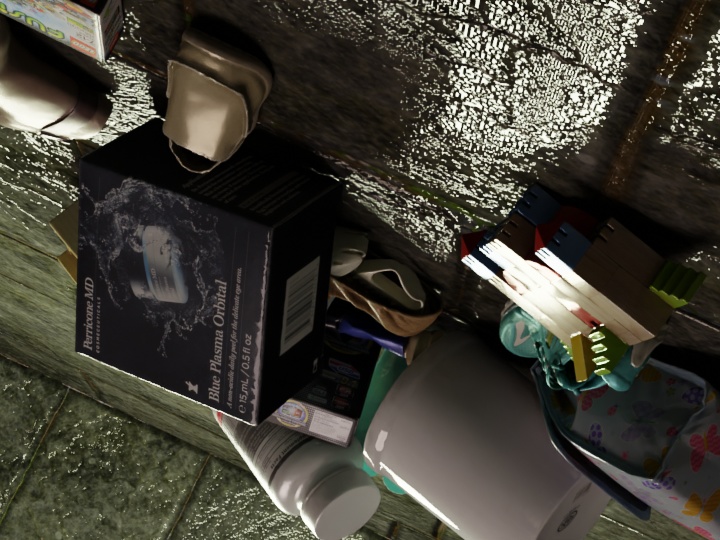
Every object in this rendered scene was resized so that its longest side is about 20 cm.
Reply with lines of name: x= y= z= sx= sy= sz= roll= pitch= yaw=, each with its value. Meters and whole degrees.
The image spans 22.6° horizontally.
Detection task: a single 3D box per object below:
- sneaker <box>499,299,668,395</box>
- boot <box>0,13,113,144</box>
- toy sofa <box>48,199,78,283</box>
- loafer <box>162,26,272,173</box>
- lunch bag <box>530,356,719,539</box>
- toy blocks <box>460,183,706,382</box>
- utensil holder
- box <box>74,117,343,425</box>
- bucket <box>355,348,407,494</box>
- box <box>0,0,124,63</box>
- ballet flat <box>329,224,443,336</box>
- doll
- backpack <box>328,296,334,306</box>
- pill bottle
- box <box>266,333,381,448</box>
sneaker: x=0.174 y=0.062 z=1.523 sx=0.077 sy=0.080 sz=0.200 roll=32 pitch=166 yaw=-23
boot: x=-0.284 y=-0.164 z=1.569 sx=0.146 sy=0.071 sz=0.200 roll=25 pitch=169 yaw=-21
toy sofa: x=-0.287 y=-0.031 z=2.045 sx=0.083 sy=0.097 sz=0.200 roll=50 pitch=168 yaw=5
loafer: x=-0.113 y=-0.123 z=1.382 sx=0.075 sy=0.068 sz=0.200 roll=25 pitch=166 yaw=5
lunch bag: x=0.260 y=0.150 z=1.605 sx=0.169 sy=0.127 sz=0.200 roll=37 pitch=175 yaw=-38
toy blocks: x=0.151 y=-0.003 z=1.331 sx=0.137 sy=0.100 sz=0.200 roll=39 pitch=166 yaw=-4
utensil holder: x=0.131 y=0.183 z=1.755 sx=0.200 sy=0.170 sz=0.170 roll=38 pitch=172 yaw=24
box: x=-0.135 y=-0.001 z=1.566 sx=0.199 sy=0.117 sz=0.197 roll=20 pitch=121 yaw=24
bucket: x=0.081 y=0.180 z=2.007 sx=0.206 sy=0.135 sz=0.207 roll=25 pitch=167 yaw=6
box: x=-0.274 y=-0.229 z=1.351 sx=0.199 sy=0.035 sz=0.110 roll=26 pitch=167 yaw=1
ballet flat: x=0.000 y=0.000 z=1.663 sx=0.200 sy=0.068 sz=0.072 roll=34 pitch=144 yaw=-29
doll: x=-0.014 y=0.050 z=1.874 sx=0.199 sy=0.049 sz=0.136 roll=21 pitch=-174 yaw=24
backpack: x=-0.129 y=0.016 z=1.755 sx=0.199 sy=0.154 sz=0.176 roll=9 pitch=154 yaw=45
pill bottle: x=-0.065 y=0.188 z=1.915 sx=0.200 sy=0.111 sz=0.111 roll=50 pitch=-178 yaw=35
box: x=-0.084 y=0.091 z=1.900 sx=0.199 sy=0.160 sz=0.044 roll=19 pitch=128 yaw=1
